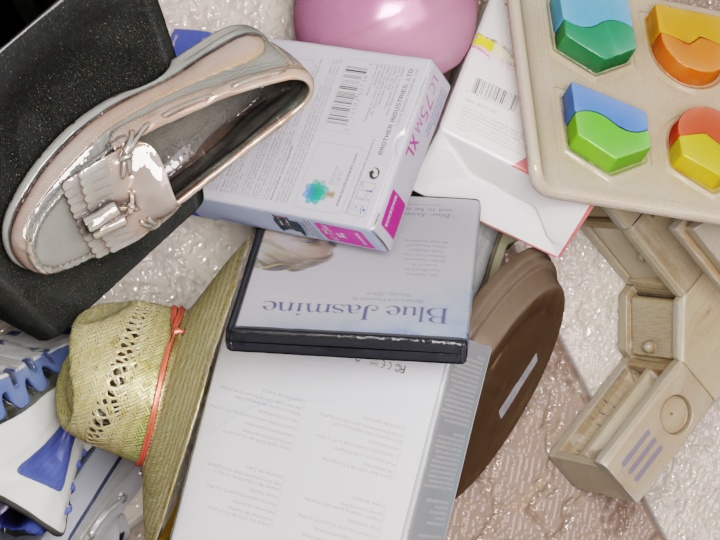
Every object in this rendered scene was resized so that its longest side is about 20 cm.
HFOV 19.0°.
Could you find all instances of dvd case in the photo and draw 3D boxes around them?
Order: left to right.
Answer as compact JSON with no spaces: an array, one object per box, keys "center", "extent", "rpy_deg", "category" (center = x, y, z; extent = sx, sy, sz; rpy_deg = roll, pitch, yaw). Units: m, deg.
[{"center":[0.000,0.000,1.328],"extent":[0.141,0.200,0.018],"rpy_deg":[3,117,4],"category":"dvd case"}]

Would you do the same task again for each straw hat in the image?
[{"center":[-0.132,0.062,1.243],"extent":[0.084,0.201,0.203],"rpy_deg":[17,84,-3],"category":"straw hat"}]

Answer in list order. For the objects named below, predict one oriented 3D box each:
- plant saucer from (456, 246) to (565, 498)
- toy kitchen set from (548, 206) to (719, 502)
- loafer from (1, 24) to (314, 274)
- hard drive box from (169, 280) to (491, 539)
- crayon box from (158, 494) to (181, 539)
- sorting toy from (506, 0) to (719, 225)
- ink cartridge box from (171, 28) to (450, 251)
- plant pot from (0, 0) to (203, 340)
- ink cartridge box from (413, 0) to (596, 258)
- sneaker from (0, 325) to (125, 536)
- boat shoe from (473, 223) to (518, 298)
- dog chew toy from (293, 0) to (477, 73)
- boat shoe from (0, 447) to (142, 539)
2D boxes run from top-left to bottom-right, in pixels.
[{"center":[0.084,0.078,1.457],"extent":[0.029,0.200,0.201],"rpy_deg":[29,75,18],"category":"plant saucer"},{"center":[0.193,0.032,1.513],"extent":[0.181,0.163,0.200],"rpy_deg":[-49,113,-17],"category":"toy kitchen set"},{"center":[-0.111,-0.066,1.205],"extent":[0.200,0.063,0.072],"rpy_deg":[-42,137,-22],"category":"loafer"},{"center":[-0.022,0.123,1.339],"extent":[0.077,0.155,0.202],"rpy_deg":[23,82,-68],"category":"hard drive box"},{"center":[-0.083,0.222,1.435],"extent":[0.125,0.051,0.201],"rpy_deg":[32,78,-26],"category":"crayon box"},{"center":[0.192,-0.117,1.433],"extent":[0.198,0.037,0.186],"rpy_deg":[11,53,-21],"category":"sorting toy"},{"center":[-0.052,-0.086,1.366],"extent":[0.042,0.198,0.120],"rpy_deg":[50,56,-57],"category":"ink cartridge box"},{"center":[-0.210,-0.079,1.279],"extent":[0.200,0.199,0.178],"rpy_deg":[-44,125,-19],"category":"plant pot"},{"center":[0.120,-0.118,1.471],"extent":[0.116,0.068,0.201],"rpy_deg":[25,49,-3],"category":"ink cartridge box"},{"center":[-0.191,0.096,1.311],"extent":[0.199,0.080,0.116],"rpy_deg":[-21,113,-46],"category":"sneaker"},{"center":[0.058,-0.003,1.476],"extent":[0.068,0.075,0.201],"rpy_deg":[33,51,-6],"category":"boat shoe"},{"center":[-0.004,-0.215,1.420],"extent":[0.124,0.124,0.201],"rpy_deg":[-28,97,-24],"category":"dog chew toy"},{"center":[-0.174,0.164,1.376],"extent":[0.086,0.074,0.203],"rpy_deg":[46,62,-26],"category":"boat shoe"}]
